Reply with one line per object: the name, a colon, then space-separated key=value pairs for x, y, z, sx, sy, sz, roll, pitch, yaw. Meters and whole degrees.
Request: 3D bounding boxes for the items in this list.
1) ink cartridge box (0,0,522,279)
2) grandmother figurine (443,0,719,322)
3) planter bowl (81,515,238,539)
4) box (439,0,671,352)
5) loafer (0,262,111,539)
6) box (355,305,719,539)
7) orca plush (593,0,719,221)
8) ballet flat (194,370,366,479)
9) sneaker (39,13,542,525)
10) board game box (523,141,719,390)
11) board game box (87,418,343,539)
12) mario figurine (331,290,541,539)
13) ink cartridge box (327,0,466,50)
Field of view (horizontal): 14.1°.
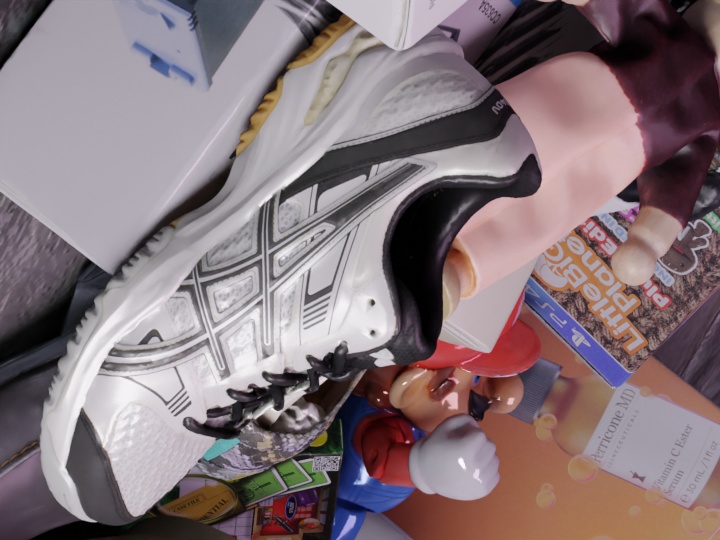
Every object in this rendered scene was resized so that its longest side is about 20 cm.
ink cartridge box: x=-0.027 y=-0.086 z=0.997 sx=0.200 sy=0.086 sz=0.146 roll=-54 pitch=159 yaw=3
grandmother figurine: x=0.086 y=-0.058 z=1.036 sx=0.200 sy=0.061 sz=0.121 roll=-28 pitch=118 yaw=-29
planter bowl: x=-0.087 y=0.183 z=1.163 sx=0.135 sy=0.200 sz=0.200 roll=-47 pitch=160 yaw=-34
box: x=0.050 y=-0.076 z=1.092 sx=0.068 sy=0.082 sz=0.200 roll=33 pitch=79 yaw=-40
loafer: x=-0.106 y=0.063 z=1.086 sx=0.200 sy=0.072 sz=0.073 roll=-47 pitch=159 yaw=-11
box: x=0.108 y=0.121 z=1.437 sx=0.152 sy=0.200 sz=0.106 roll=-47 pitch=160 yaw=-13
orca plush: x=0.119 y=-0.072 z=1.136 sx=0.200 sy=0.105 sz=0.071 roll=-16 pitch=176 yaw=30
ballet flat: x=0.000 y=0.000 z=1.168 sx=0.200 sy=0.072 sz=0.072 roll=-54 pitch=161 yaw=-21
sneaker: x=-0.023 y=0.014 z=0.931 sx=0.200 sy=0.088 sz=0.076 roll=-53 pitch=160 yaw=11
board game box: x=0.164 y=-0.066 z=1.295 sx=0.159 sy=0.097 sz=0.200 roll=-42 pitch=173 yaw=-36
board game box: x=-0.067 y=0.128 z=1.254 sx=0.200 sy=0.105 sz=0.023 roll=97 pitch=-8 yaw=-52
mario figurine: x=0.025 y=0.080 z=1.324 sx=0.106 sy=0.123 sz=0.200 roll=-3 pitch=133 yaw=-47
ink cartridge box: x=0.026 y=-0.181 z=0.869 sx=0.200 sy=0.147 sz=0.083 roll=-41 pitch=156 yaw=-28
